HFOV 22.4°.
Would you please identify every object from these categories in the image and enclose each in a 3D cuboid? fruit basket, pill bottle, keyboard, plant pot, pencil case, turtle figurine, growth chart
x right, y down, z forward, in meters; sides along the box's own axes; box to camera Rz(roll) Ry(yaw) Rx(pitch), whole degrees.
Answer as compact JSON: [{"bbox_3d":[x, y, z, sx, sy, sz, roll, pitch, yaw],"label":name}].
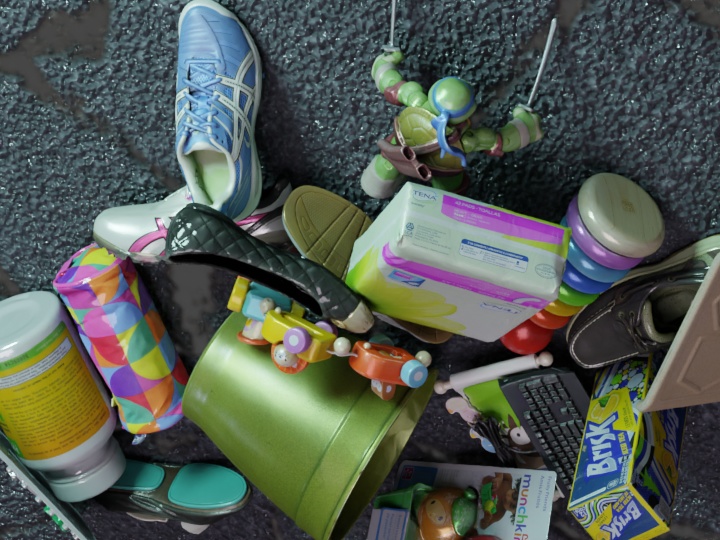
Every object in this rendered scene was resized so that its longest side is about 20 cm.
[{"bbox_3d":[0.090,0.275,1.739,0.093,0.187,0.199,22,164,-39],"label":"fruit basket"},{"bbox_3d":[-0.314,0.132,1.834,0.110,0.111,0.201,-10,119,23],"label":"pill bottle"},{"bbox_3d":[0.180,0.173,1.729,0.126,0.021,0.200,-14,127,26],"label":"keyboard"},{"bbox_3d":[-0.058,0.129,1.718,0.192,0.200,0.201,32,128,10],"label":"plant pot"},{"bbox_3d":[-0.234,0.071,1.787,0.088,0.089,0.201,-8,119,22],"label":"pencil case"},{"bbox_3d":[0.079,-0.135,1.554,0.143,0.201,0.194,5,149,-12],"label":"turtle figurine"},{"bbox_3d":[0.174,0.151,1.737,0.144,0.018,0.200,-25,122,33],"label":"growth chart"}]

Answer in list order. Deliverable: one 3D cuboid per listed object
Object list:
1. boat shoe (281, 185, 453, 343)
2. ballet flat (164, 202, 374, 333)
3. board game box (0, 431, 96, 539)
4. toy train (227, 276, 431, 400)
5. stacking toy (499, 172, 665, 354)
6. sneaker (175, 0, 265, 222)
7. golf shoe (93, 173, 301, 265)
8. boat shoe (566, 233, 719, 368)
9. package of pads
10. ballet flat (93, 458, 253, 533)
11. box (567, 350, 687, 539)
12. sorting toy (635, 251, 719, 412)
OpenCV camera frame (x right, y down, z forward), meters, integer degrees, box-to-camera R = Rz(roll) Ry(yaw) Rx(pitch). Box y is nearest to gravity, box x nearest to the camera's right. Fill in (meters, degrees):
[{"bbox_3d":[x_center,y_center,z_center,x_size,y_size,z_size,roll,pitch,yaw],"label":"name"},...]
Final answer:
[{"bbox_3d":[0.000,0.000,1.672,0.200,0.071,0.069,41,164,-14],"label":"boat shoe"},{"bbox_3d":[-0.079,0.008,1.571,0.199,0.057,0.066,27,158,-11],"label":"ballet flat"},{"bbox_3d":[-0.347,0.217,1.868,0.026,0.200,0.200,-43,108,-9],"label":"board game box"},{"bbox_3d":[-0.037,0.064,1.632,0.200,0.150,0.056,34,108,46],"label":"toy train"},{"bbox_3d":[0.184,0.004,1.620,0.085,0.086,0.200,33,133,-6],"label":"stacking toy"},{"bbox_3d":[-0.125,-0.137,1.591,0.075,0.077,0.202,-6,99,15],"label":"sneaker"},{"bbox_3d":[-0.152,-0.054,1.689,0.198,0.073,0.093,0,113,7],"label":"golf shoe"},{"bbox_3d":[0.262,0.036,1.614,0.200,0.066,0.072,-31,108,30],"label":"boat shoe"},{"bbox_3d":[0.082,-0.003,1.550,0.153,0.069,0.200,16,163,-10],"label":"package of pads"},{"bbox_3d":[-0.195,0.236,1.902,0.199,0.068,0.069,7,135,25],"label":"ballet flat"},{"bbox_3d":[0.242,0.158,1.620,0.070,0.200,0.064,-30,111,31],"label":"box"},{"bbox_3d":[0.341,0.041,1.560,0.184,0.037,0.201,-5,136,-30],"label":"sorting toy"}]
